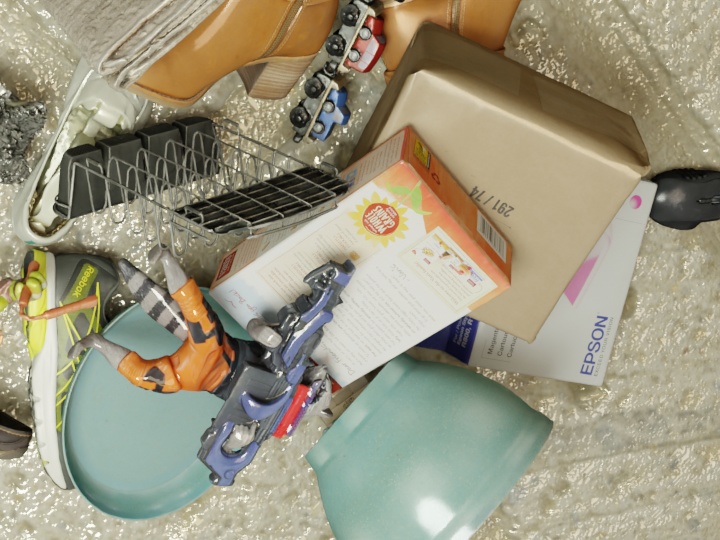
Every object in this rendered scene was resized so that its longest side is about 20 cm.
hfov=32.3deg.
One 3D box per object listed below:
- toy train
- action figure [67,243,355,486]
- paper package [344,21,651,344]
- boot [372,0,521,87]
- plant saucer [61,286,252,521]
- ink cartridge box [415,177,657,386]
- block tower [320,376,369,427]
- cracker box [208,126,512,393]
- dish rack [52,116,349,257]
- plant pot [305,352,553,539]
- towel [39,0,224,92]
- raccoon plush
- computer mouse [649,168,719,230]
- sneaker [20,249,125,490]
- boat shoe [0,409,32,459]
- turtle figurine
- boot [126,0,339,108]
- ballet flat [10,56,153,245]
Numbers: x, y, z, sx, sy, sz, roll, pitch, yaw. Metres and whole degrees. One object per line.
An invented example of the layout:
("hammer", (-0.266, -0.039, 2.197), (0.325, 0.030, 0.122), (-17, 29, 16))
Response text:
("toy train", (-0.001, -0.184, 1.001), (0.045, 0.034, 0.201), (30, 114, 1))
("action figure", (-0.091, 0.047, 0.937), (0.193, 0.105, 0.201), (34, 102, -22))
("paper package", (0.096, -0.068, 1.001), (0.198, 0.104, 0.192), (23, 121, -9))
("boot", (0.108, -0.206, 1.035), (0.198, 0.077, 0.157), (-11, 106, -12))
("plant saucer", (-0.164, 0.107, 1.023), (0.199, 0.027, 0.203), (-19, 118, -39))
("ink cartridge box", (0.154, -0.005, 1.125), (0.198, 0.043, 0.199), (9, 102, -21))
("block tower", (-0.036, 0.081, 1.079), (0.054, 0.058, 0.201), (-35, 110, -6))
("cracker box", (0.000, 0.000, 0.962), (0.199, 0.058, 0.134), (-32, 114, 25))
("dish rack", (-0.112, -0.058, 0.904), (0.153, 0.199, 0.055), (-24, 127, -41))
("plant pot", (0.040, 0.151, 1.004), (0.134, 0.200, 0.201), (42, 89, 4))
("towel", (-0.163, -0.211, 0.886), (0.132, 0.200, 0.035), (-42, 132, -3))
("raccoon plush", (-0.313, -0.082, 0.884), (0.133, 0.201, 0.097), (27, 134, -7))
("computer mouse", (0.357, -0.067, 1.178), (0.198, 0.034, 0.059), (-3, 104, -18))
("sneaker", (-0.226, 0.081, 1.006), (0.084, 0.074, 0.203), (-5, 106, -17))
("boat shoe", (-0.337, 0.077, 0.959), (0.199, 0.074, 0.074), (32, 86, -12))
("turtle figurine", (-0.306, 0.008, 0.931), (0.198, 0.064, 0.163), (-20, 73, -8))
("boot", (-0.097, -0.203, 0.924), (0.199, 0.074, 0.155), (-10, 143, -45))
("ballet flat", (-0.208, -0.104, 0.968), (0.069, 0.069, 0.201), (28, 94, -22))
